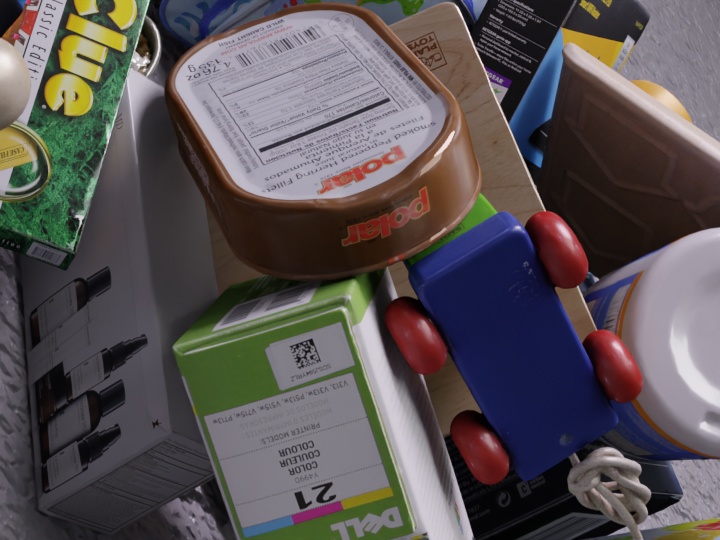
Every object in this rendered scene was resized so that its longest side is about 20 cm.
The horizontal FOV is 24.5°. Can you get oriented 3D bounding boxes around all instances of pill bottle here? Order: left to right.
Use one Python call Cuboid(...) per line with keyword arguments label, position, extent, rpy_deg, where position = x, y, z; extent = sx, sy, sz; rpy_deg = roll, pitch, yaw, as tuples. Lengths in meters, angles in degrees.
Cuboid(label="pill bottle", position=(0.169, 0.045, 0.874), extent=(0.112, 0.112, 0.200), rpy_deg=(62, -8, 4))

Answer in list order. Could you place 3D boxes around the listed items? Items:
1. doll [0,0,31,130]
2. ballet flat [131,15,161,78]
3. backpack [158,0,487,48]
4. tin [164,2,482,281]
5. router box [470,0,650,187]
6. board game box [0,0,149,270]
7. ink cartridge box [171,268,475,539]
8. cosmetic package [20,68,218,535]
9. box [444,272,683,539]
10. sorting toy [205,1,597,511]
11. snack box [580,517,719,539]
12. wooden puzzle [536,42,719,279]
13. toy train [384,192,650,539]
Cuboid(label="doll", position=(-0.193, -0.121, 0.692), extent=(0.200, 0.136, 0.048), rpy_deg=(49, -4, 32))
Cuboid(label="ballet flat", position=(-0.163, -0.108, 0.803), extent=(0.068, 0.064, 0.200), rpy_deg=(61, 25, 3))
Cuboid(label="backpack", position=(-0.006, -0.161, 1.003), extent=(0.200, 0.183, 0.147), rpy_deg=(34, 32, -42))
Cuboid(label="tin", position=(-0.022, -0.063, 0.726), extent=(0.200, 0.112, 0.042), rpy_deg=(55, -12, 55))
Cuboid(label="router box", position=(0.105, -0.113, 0.995), extent=(0.051, 0.149, 0.200), rpy_deg=(30, 9, 15))
Cuboid(label="board game box", position=(-0.154, -0.106, 0.748), extent=(0.105, 0.023, 0.201), rpy_deg=(21, 60, -19))
Cuboid(label="ink cartridge box", position=(-0.001, 0.101, 0.708), extent=(0.148, 0.076, 0.201), rpy_deg=(-59, 132, -80))
Cuboid(label="cosmetic package", position=(-0.110, 0.010, 0.754), extent=(0.051, 0.082, 0.200), rpy_deg=(32, 36, -46))
Cuboid(label="box", position=(0.097, 0.071, 1.048), extent=(0.148, 0.107, 0.201), rpy_deg=(15, 50, -56))
Cuboid(label="sorting toy", position=(-0.003, -0.002, 0.847), extent=(0.070, 0.199, 0.199), rpy_deg=(42, 25, -78))
Cuboid(label="snack box", position=(0.112, 0.184, 0.876), extent=(0.200, 0.168, 0.068), rpy_deg=(0, 77, -61))
Cuboid(label="wooden puzzle", position=(0.186, -0.030, 0.946), extent=(0.185, 0.046, 0.200), rpy_deg=(38, -22, 20))
Cuboid(label="toy train", position=(0.069, 0.041, 0.750), extent=(0.200, 0.085, 0.116), rpy_deg=(60, -1, -35))
